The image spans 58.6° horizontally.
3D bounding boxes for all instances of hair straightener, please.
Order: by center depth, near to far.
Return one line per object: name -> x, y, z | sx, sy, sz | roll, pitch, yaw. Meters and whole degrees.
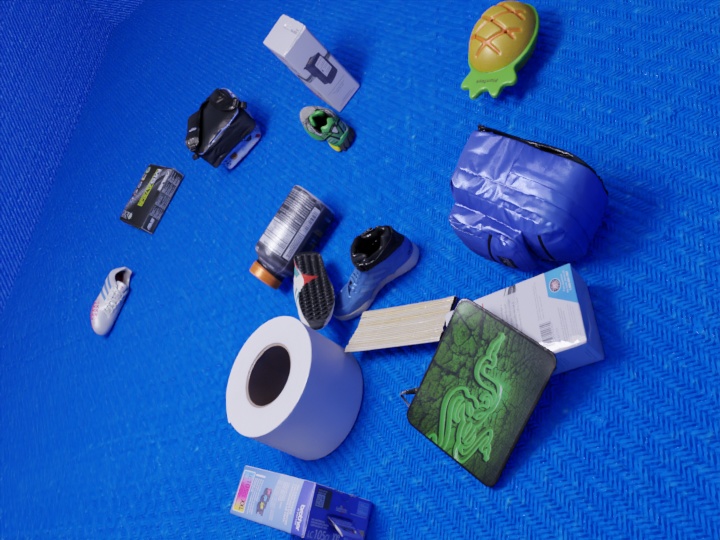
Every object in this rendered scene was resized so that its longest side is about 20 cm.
hair straightener -> 0.132, 0.207, 0.909 | 0.196, 0.041, 0.079 | 6, 69, 40

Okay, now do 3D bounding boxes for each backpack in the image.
backpack -> 0.241, -0.087, 0.917 | 0.197, 0.161, 0.172 | 22, 89, 36
backpack -> -0.364, -0.385, 1.709 | 0.199, 0.154, 0.192 | -39, 51, 9

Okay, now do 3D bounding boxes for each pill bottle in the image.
pill bottle -> -0.146, -0.063, 1.315 | 0.202, 0.106, 0.106 | -56, 41, -1

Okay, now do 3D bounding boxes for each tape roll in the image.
tape roll -> -0.111, 0.199, 1.081 | 0.200, 0.138, 0.207 | -24, 50, 32

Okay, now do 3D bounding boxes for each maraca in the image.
maraca -> 0.249, -0.393, 1.145 | 0.135, 0.106, 0.205 | 6, 68, 45

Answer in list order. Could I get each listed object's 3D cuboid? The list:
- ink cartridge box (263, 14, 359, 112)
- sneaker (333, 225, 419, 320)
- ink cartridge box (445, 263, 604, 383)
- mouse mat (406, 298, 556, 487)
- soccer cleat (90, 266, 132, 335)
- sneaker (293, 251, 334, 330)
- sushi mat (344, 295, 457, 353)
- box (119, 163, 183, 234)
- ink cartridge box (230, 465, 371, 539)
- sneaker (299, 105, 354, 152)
ink cartridge box -> -0.114, -0.480, 1.487 | 0.085, 0.199, 0.145 | -49, 41, 5
sneaker -> 0.000, -0.001, 1.126 | 0.199, 0.111, 0.078 | -38, 43, 19
ink cartridge box -> 0.219, 0.088, 0.884 | 0.197, 0.067, 0.119 | -24, 50, 31
mouse mat -> 0.155, 0.161, 0.859 | 0.159, 0.007, 0.204 | 32, 107, 33
soccer cleat -> -0.690, 0.078, 1.781 | 0.085, 0.069, 0.205 | -19, 52, 34
sneaker -> -0.087, 0.056, 1.198 | 0.068, 0.095, 0.202 | -6, 39, -9
sushi mat -> 0.063, 0.090, 1.057 | 0.196, 0.012, 0.097 | -13, 38, 38
box -> -0.637, -0.221, 1.946 | 0.191, 0.047, 0.204 | 17, 77, 51
ink cartridge box -> -0.077, 0.353, 0.947 | 0.197, 0.136, 0.078 | -6, 61, 42
sneaker -> -0.088, -0.343, 1.459 | 0.079, 0.085, 0.199 | -53, 40, 1
